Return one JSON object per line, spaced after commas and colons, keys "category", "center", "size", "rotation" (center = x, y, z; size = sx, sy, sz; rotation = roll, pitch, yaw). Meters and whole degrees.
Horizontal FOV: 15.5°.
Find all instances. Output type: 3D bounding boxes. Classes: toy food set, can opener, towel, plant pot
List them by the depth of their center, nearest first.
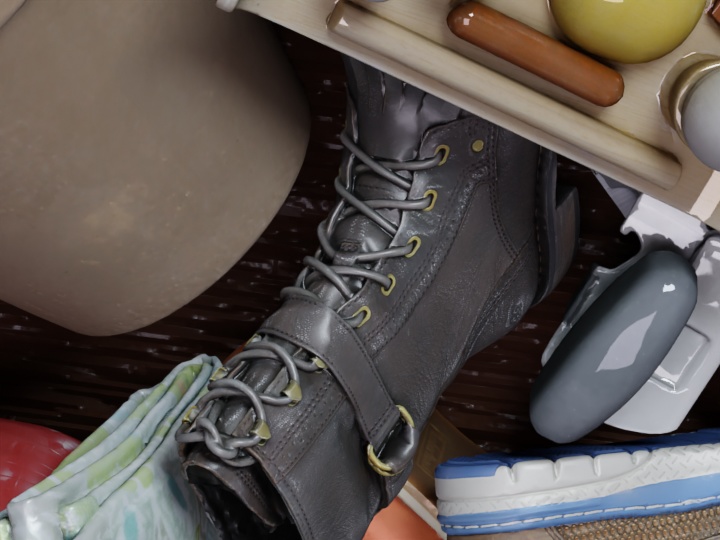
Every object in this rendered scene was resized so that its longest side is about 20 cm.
{"category": "toy food set", "center": [0.077, -0.098, 0.752], "size": [0.200, 0.060, 0.144], "rotation": [24, 101, -21]}
{"category": "can opener", "center": [0.123, -0.026, 0.840], "size": [0.053, 0.066, 0.200], "rotation": [29, 109, -5]}
{"category": "plant pot", "center": [-0.112, -0.071, 0.840], "size": [0.200, 0.200, 0.175], "rotation": [-34, 123, 18]}
{"category": "towel", "center": [-0.046, 0.140, 0.853], "size": [0.048, 0.171, 0.200], "rotation": [-17, 100, 20]}

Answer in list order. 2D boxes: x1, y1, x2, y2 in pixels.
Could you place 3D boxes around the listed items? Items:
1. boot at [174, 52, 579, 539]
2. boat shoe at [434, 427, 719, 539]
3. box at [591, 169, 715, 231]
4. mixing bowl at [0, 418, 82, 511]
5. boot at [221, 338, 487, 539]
{"category": "boot", "center": [0.000, 0.000, 0.829], "size": [0.069, 0.174, 0.200], "rotation": [14, 141, 33]}
{"category": "boat shoe", "center": [0.123, 0.092, 0.912], "size": [0.200, 0.072, 0.072], "rotation": [-4, 91, -12]}
{"category": "box", "center": [0.150, -0.069, 0.877], "size": [0.158, 0.048, 0.200], "rotation": [-32, 107, 17]}
{"category": "mixing bowl", "center": [-0.121, 0.128, 0.901], "size": [0.108, 0.200, 0.200], "rotation": [-19, 110, 16]}
{"category": "boot", "center": [0.011, 0.107, 0.958], "size": [0.107, 0.075, 0.200], "rotation": [-37, 98, 23]}
